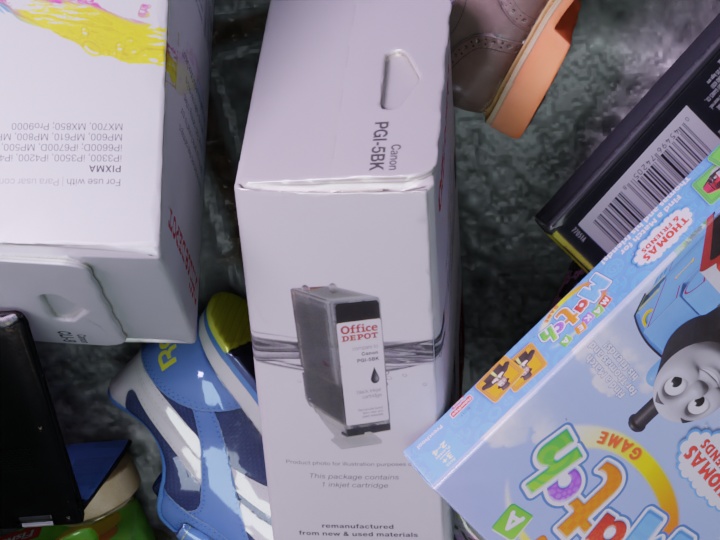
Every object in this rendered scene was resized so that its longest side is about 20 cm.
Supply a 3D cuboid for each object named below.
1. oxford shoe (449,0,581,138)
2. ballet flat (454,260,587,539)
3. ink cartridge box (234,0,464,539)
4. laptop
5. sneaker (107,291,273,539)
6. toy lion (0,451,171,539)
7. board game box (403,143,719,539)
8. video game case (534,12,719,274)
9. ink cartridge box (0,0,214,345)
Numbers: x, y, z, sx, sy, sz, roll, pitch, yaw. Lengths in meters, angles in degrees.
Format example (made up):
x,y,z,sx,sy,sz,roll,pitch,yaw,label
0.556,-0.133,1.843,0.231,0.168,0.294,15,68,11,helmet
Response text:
x,y,z,sx,sy,sz,roll,pitch,yaw,label
0.078,-0.157,1.061,0.072,0.071,0.201,24,111,-1,oxford shoe
0.090,0.075,1.150,0.069,0.071,0.201,27,111,-1,ballet flat
0.000,0.000,1.059,0.082,0.147,0.201,0,128,6,ink cartridge box
-0.216,0.060,1.102,0.185,0.116,0.201,-5,134,5,laptop
-0.049,0.110,1.175,0.082,0.074,0.201,-25,101,14,sneaker
-0.195,0.177,1.142,0.198,0.192,0.069,-19,110,10,toy lion
0.135,0.056,1.042,0.200,0.037,0.151,-44,126,1,board game box
0.207,-0.036,1.090,0.181,0.026,0.200,42,91,-17,video game case
-0.139,-0.080,1.016,0.143,0.145,0.202,0,74,2,ink cartridge box
